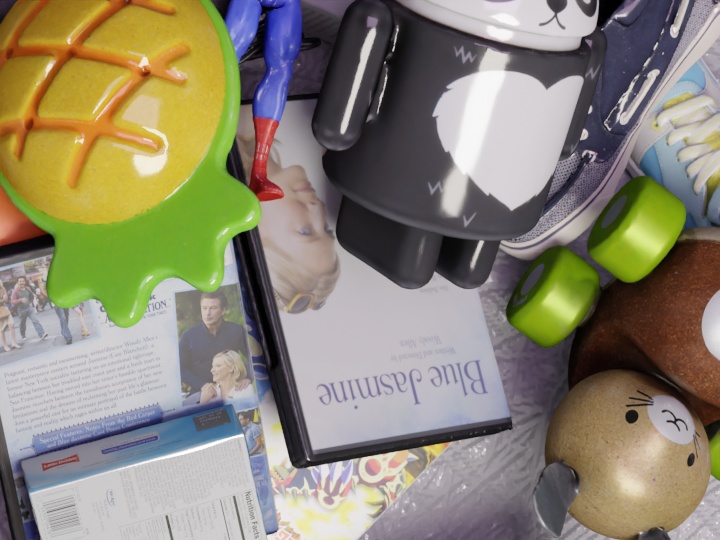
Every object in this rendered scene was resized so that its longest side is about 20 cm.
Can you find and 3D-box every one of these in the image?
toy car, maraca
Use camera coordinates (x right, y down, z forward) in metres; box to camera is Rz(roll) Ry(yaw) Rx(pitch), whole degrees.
[{"bbox_3d":[0.157,0.084,1.524,0.164,0.158,0.200,36,47,-12],"label":"toy car"},{"bbox_3d":[-0.119,-0.068,1.401,0.137,0.107,0.201,-24,63,12],"label":"maraca"}]

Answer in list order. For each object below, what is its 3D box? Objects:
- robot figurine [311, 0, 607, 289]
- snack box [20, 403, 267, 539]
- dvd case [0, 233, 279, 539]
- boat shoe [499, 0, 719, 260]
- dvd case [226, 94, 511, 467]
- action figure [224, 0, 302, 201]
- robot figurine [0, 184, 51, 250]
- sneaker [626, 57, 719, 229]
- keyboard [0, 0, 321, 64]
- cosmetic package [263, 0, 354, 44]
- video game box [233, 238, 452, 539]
[{"bbox_3d":[0.052,-0.092,1.477,0.124,0.150,0.201,19,107,8],"label":"robot figurine"},{"bbox_3d":[-0.101,0.177,1.502,0.115,0.037,0.201,-15,118,-8],"label":"snack box"},{"bbox_3d":[-0.124,0.067,1.478,0.142,0.018,0.201,-14,117,-12],"label":"dvd case"},{"bbox_3d":[0.119,-0.102,1.580,0.093,0.075,0.201,25,101,-53],"label":"boat shoe"},{"bbox_3d":[0.000,0.000,1.545,0.142,0.018,0.201,-7,78,-36],"label":"dvd case"},{"bbox_3d":[-0.039,-0.142,1.458,0.065,0.099,0.201,13,81,-19],"label":"action figure"},{"bbox_3d":[-0.205,-0.023,1.489,0.199,0.144,0.117,-13,135,-17],"label":"robot figurine"},{"bbox_3d":[0.207,-0.064,1.612,0.079,0.131,0.201,-28,94,-16],"label":"sneaker"},{"bbox_3d":[-0.100,-0.142,1.505,0.199,0.040,0.105,-26,96,-17],"label":"keyboard"},{"bbox_3d":[0.007,-0.177,1.586,0.199,0.071,0.102,20,82,-16],"label":"cosmetic package"},{"bbox_3d":[-0.058,0.065,1.568,0.182,0.047,0.200,-44,100,-12],"label":"video game box"}]
